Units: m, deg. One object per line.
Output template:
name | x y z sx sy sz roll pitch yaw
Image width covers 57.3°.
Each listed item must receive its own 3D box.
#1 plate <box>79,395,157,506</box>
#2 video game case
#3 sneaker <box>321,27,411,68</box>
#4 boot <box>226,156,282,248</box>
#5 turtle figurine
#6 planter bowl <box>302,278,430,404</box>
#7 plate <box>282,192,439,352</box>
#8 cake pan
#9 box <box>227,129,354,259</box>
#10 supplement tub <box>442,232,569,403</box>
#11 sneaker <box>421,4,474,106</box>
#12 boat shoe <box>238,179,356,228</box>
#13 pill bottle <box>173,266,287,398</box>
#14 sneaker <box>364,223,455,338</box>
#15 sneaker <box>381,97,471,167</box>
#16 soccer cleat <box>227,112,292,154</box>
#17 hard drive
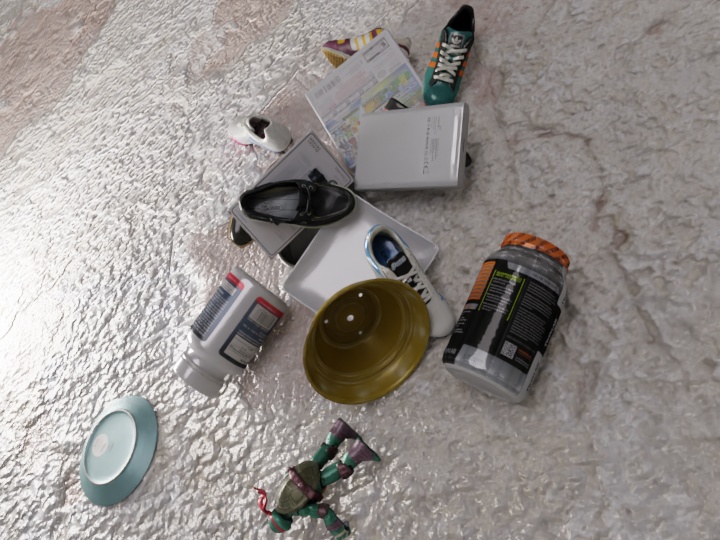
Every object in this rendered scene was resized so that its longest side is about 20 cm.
plate | -0.456 0.327 1.218 0.196 0.026 0.204 -15 58 25
video game case | 0.018 -0.317 1.228 0.198 0.022 0.184 -35 75 11
sneaker | 0.013 -0.438 1.312 0.197 0.075 0.091 25 81 30
boot | -0.173 -0.134 1.219 0.203 0.077 0.138 -60 18 -8
turtle figurine | -0.066 0.313 0.932 0.201 0.101 0.149 -48 49 -7
planter bowl | -0.002 0.086 0.961 0.200 0.200 0.084 -45 34 2
plate | 0.000 0.000 1.073 0.198 0.032 0.202 32 85 22
cake pan | -0.066 -0.084 1.186 0.197 0.037 0.204 -16 57 25
box | -0.120 -0.132 1.142 0.200 0.117 0.060 -43 10 5
supplement tub | 0.198 0.061 0.878 0.121 0.122 0.203 18 75 38
sneaker | 0.157 -0.379 1.165 0.070 0.080 0.204 16 70 3
boat shoe | -0.105 -0.112 1.069 0.194 0.066 0.077 5 88 5
pill bottle | -0.227 0.108 1.130 0.119 0.119 0.202 32 84 40
sneaker | 0.070 0.017 0.992 0.071 0.073 0.201 -36 75 -3
sneaker | 0.095 -0.201 1.135 0.201 0.067 0.109 44 110 29
soccer cleat | -0.223 -0.301 1.377 0.198 0.086 0.071 21 76 39
hard drive | 0.081 -0.200 1.087 0.196 0.026 0.135 3 84 35
